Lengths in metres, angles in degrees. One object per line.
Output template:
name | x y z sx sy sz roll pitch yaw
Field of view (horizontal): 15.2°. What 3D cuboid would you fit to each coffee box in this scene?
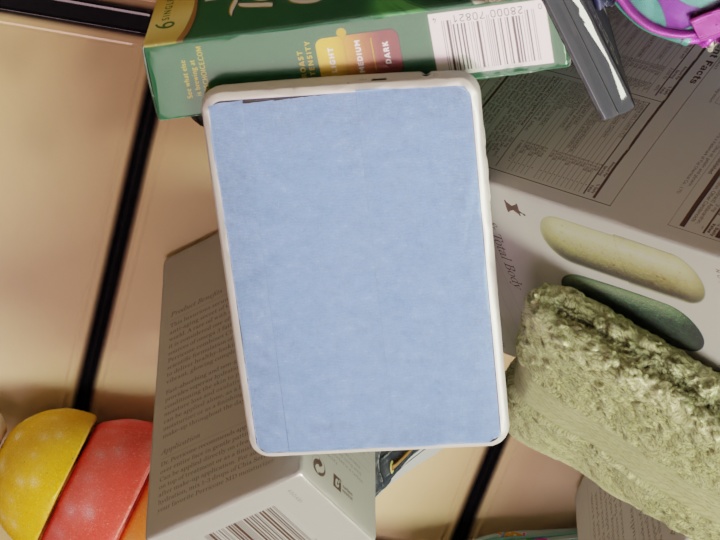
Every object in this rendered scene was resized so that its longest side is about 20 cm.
coffee box | 0.001 -0.127 1.284 0.199 0.123 0.044 -7 120 9

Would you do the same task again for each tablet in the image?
tablet | 0.000 0.000 1.279 0.129 0.014 0.201 -3 119 6

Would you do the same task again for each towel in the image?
towel | 0.155 0.087 1.293 0.200 0.037 0.149 33 158 10

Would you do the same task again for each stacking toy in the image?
stacking toy | -0.164 0.125 1.578 0.199 0.146 0.146 29 133 -2

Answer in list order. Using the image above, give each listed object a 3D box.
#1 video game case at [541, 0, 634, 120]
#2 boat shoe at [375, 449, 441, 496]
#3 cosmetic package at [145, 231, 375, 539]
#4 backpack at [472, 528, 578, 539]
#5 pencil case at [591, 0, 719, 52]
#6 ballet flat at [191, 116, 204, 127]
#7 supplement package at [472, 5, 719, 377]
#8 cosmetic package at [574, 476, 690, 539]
video game case | 0.071 -0.175 1.169 0.019 0.200 0.143 -22 127 12
boat shoe | -0.009 0.087 1.484 0.071 0.200 0.091 29 135 21
cosmetic package | -0.051 0.066 1.433 0.101 0.201 0.071 -24 132 24
backpack | 0.123 0.231 1.664 0.199 0.127 0.167 -6 148 5
pencil case | 0.140 -0.157 1.194 0.085 0.200 0.093 -7 107 6
ballet flat | -0.029 -0.065 1.416 0.067 0.057 0.200 -51 130 -10
supplement package | 0.161 -0.032 1.302 0.199 0.151 0.152 20 150 37
cosmetic package | 0.230 0.144 1.539 0.166 0.168 0.200 9 137 -10
